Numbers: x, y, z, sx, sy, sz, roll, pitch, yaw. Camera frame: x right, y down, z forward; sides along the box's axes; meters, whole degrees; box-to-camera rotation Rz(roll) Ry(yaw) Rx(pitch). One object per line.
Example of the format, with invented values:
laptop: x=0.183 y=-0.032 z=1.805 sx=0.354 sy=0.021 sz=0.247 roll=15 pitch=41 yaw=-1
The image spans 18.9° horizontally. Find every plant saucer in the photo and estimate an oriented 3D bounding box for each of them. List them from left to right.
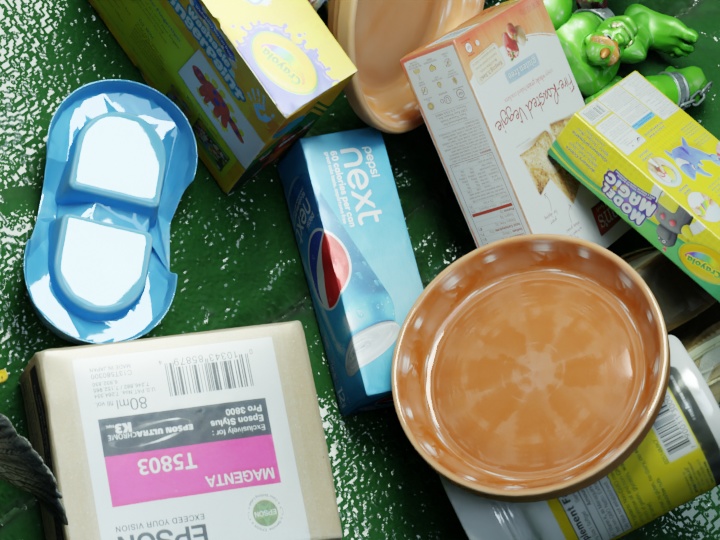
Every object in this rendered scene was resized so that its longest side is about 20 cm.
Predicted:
plant saucer: x=0.032 y=-0.203 z=1.603 sx=0.037 sy=0.201 sz=0.201 roll=17 pitch=62 yaw=28
plant saucer: x=0.121 y=0.070 z=1.530 sx=0.199 sy=0.032 sz=0.201 roll=-8 pitch=62 yaw=15

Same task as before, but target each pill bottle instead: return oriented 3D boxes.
pill bottle: x=0.164 y=0.140 z=1.564 sx=0.199 sy=0.114 sz=0.115 roll=-28 pitch=83 yaw=3

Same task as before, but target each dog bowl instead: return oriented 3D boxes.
dog bowl: x=-0.184 y=-0.037 z=1.568 sx=0.111 sy=0.050 sz=0.201 roll=13 pitch=69 yaw=-15

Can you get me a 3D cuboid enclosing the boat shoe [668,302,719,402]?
boat shoe: x=0.254 y=0.080 z=1.669 sx=0.199 sy=0.074 sz=0.067 roll=-29 pitch=105 yaw=-17

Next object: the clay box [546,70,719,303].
clay box: x=0.246 y=-0.055 z=1.615 sx=0.200 sy=0.048 sz=0.115 roll=43 pitch=37 yaw=10

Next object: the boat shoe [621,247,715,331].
boat shoe: x=0.184 y=0.037 z=1.651 sx=0.199 sy=0.066 sz=0.074 roll=-23 pitch=94 yaw=-14

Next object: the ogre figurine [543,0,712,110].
ogre figurine: x=0.194 y=-0.190 z=1.722 sx=0.120 sy=0.098 sz=0.201 roll=-47 pitch=129 yaw=-30

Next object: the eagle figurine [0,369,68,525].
eagle figurine: x=-0.282 y=0.087 z=1.438 sx=0.150 sy=0.152 sz=0.201 roll=-4 pitch=76 yaw=-25

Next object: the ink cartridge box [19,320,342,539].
ink cartridge box: x=-0.126 y=0.131 z=1.522 sx=0.199 sy=0.075 sz=0.166 roll=-7 pitch=75 yaw=-22

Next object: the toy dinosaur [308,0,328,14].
toy dinosaur: x=-0.053 y=-0.280 z=1.669 sx=0.199 sy=0.105 sz=0.183 roll=27 pitch=71 yaw=-38

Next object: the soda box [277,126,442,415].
soda box: x=0.000 y=0.000 z=1.612 sx=0.067 sy=0.064 sz=0.201 roll=-10 pitch=76 yaw=-21

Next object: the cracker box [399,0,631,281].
cracker box: x=0.121 y=-0.094 z=1.631 sx=0.134 sy=0.057 sz=0.201 roll=-35 pitch=106 yaw=-50

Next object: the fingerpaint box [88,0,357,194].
fingerpaint box: x=-0.107 y=-0.179 z=1.575 sx=0.073 sy=0.167 sz=0.200 roll=-34 pitch=86 yaw=-25
